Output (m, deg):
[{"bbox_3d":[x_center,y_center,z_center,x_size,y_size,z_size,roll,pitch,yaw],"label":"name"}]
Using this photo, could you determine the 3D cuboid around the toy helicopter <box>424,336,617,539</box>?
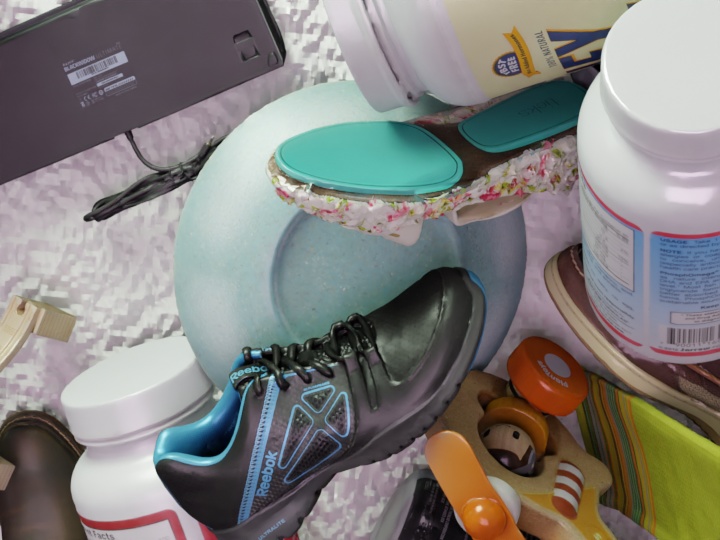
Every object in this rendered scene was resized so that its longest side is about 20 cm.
[{"bbox_3d":[0.104,0.132,1.213,0.200,0.132,0.079,50,119,18],"label":"toy helicopter"}]

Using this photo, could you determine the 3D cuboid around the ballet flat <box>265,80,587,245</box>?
[{"bbox_3d":[0.042,-0.047,1.183,0.199,0.076,0.064,-13,133,-25],"label":"ballet flat"}]

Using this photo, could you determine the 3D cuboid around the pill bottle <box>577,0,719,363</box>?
[{"bbox_3d":[0.161,-0.046,1.127,0.108,0.109,0.200,-1,150,6],"label":"pill bottle"}]

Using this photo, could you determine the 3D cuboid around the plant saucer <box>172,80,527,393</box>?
[{"bbox_3d":[0.000,0.000,1.236,0.199,0.039,0.203,-3,104,-13],"label":"plant saucer"}]

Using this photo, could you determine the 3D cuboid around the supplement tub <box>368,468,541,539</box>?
[{"bbox_3d":[0.094,0.204,1.289,0.199,0.123,0.123,26,110,-3],"label":"supplement tub"}]

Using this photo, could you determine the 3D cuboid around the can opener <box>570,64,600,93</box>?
[{"bbox_3d":[0.206,-0.073,1.225,0.199,0.054,0.067,32,142,-6],"label":"can opener"}]

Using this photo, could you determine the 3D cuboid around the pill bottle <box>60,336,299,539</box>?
[{"bbox_3d":[-0.095,0.146,1.293,0.111,0.112,0.201,-16,107,11],"label":"pill bottle"}]

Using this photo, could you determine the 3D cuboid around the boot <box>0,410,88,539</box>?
[{"bbox_3d":[-0.178,0.187,1.324,0.074,0.097,0.201,-8,109,9],"label":"boot"}]

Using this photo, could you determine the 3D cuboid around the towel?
[{"bbox_3d":[0.162,0.113,1.215,0.018,0.200,0.087,-21,107,-13],"label":"towel"}]

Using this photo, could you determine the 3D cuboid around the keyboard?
[{"bbox_3d":[-0.133,-0.090,1.263,0.199,0.021,0.128,-21,100,14],"label":"keyboard"}]

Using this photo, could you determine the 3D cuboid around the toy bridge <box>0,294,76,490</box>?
[{"bbox_3d":[-0.226,0.108,1.287,0.027,0.067,0.201,26,93,32],"label":"toy bridge"}]

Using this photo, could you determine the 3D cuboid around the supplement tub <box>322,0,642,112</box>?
[{"bbox_3d":[0.084,-0.167,1.145,0.199,0.145,0.146,-18,107,12],"label":"supplement tub"}]

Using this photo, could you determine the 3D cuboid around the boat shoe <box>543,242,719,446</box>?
[{"bbox_3d":[0.191,0.042,1.235,0.200,0.072,0.072,40,117,5],"label":"boat shoe"}]

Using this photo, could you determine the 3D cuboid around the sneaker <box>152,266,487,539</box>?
[{"bbox_3d":[-0.020,0.064,1.186,0.200,0.073,0.082,-43,117,10],"label":"sneaker"}]
